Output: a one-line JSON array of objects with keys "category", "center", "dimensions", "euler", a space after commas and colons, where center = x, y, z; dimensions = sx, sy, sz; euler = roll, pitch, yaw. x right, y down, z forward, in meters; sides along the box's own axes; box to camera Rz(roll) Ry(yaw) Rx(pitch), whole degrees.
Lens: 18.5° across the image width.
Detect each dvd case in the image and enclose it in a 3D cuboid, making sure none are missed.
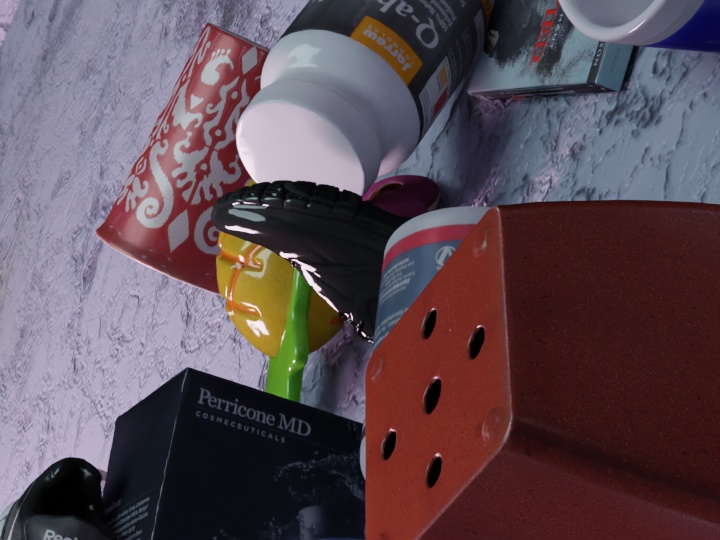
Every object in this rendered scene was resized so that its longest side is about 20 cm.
[{"category": "dvd case", "center": [0.134, -0.180, 1.405], "dimensions": [0.200, 0.022, 0.146], "euler": [10, 82, 69]}]

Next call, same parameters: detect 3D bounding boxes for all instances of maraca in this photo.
[{"category": "maraca", "center": [-0.051, 0.013, 1.597], "dimensions": [0.137, 0.107, 0.200], "euler": [113, 160, -65]}]

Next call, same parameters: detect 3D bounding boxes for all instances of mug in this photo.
[{"category": "mug", "center": [-0.127, -0.100, 1.861], "dimensions": [0.200, 0.133, 0.178], "euler": [-66, 22, 6]}]

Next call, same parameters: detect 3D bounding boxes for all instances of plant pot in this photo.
[{"category": "plant pot", "center": [0.108, 0.081, 1.019], "dimensions": [0.200, 0.176, 0.200], "euler": [-52, 28, 42]}]

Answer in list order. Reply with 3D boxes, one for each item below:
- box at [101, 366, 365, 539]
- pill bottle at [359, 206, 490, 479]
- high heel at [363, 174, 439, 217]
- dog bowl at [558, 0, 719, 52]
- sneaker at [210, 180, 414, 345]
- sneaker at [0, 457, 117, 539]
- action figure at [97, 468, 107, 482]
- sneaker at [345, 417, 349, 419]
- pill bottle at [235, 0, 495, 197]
[{"category": "box", "center": [-0.055, 0.189, 1.319], "dimensions": [0.117, 0.196, 0.200], "euler": [-37, 39, 56]}, {"category": "pill bottle", "center": [0.062, 0.077, 1.225], "dimensions": [0.120, 0.119, 0.200], "euler": [-40, 37, 55]}, {"category": "high heel", "center": [0.007, -0.036, 1.499], "dimensions": [0.067, 0.096, 0.200], "euler": [-67, 21, 11]}, {"category": "dog bowl", "center": [0.176, -0.218, 1.186], "dimensions": [0.200, 0.079, 0.201], "euler": [-176, 90, -68]}, {"category": "sneaker", "center": [0.000, 0.000, 1.364], "dimensions": [0.076, 0.200, 0.091], "euler": [-39, -37, -73]}, {"category": "sneaker", "center": [-0.178, 0.185, 1.260], "dimensions": [0.091, 0.066, 0.200], "euler": [-57, 23, 37]}, {"category": "action figure", "center": [-0.165, 0.260, 1.629], "dimensions": [0.200, 0.134, 0.149], "euler": [42, 107, 35]}, {"category": "sneaker", "center": [-0.042, 0.198, 1.480], "dimensions": [0.200, 0.074, 0.085], "euler": [-67, 13, -15]}, {"category": "pill bottle", "center": [0.004, -0.134, 1.473], "dimensions": [0.116, 0.116, 0.200], "euler": [-46, 8, 49]}]
